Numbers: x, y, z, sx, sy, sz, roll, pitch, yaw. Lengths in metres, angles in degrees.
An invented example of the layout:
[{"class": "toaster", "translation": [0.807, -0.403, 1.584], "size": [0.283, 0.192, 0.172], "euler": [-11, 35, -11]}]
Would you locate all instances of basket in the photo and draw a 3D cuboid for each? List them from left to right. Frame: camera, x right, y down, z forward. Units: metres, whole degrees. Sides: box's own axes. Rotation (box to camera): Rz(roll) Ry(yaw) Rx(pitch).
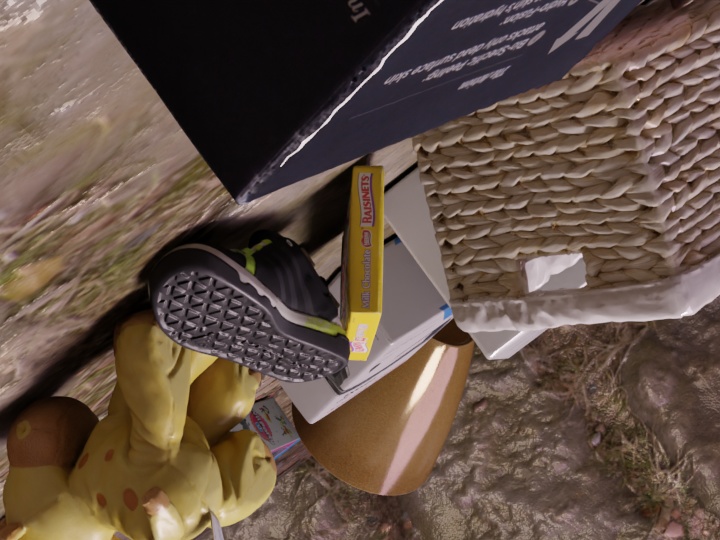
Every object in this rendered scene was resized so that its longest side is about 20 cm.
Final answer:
[{"class": "basket", "translation": [0.162, -0.070, 1.010], "size": [0.200, 0.162, 0.198], "euler": [-30, -165, -38]}]

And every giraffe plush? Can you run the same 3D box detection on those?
[{"class": "giraffe plush", "translation": [-0.162, 0.131, 1.041], "size": [0.161, 0.201, 0.173], "euler": [-15, 147, 21]}]

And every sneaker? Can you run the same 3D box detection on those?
[{"class": "sneaker", "translation": [-0.073, 0.011, 1.022], "size": [0.071, 0.083, 0.200], "euler": [-18, 154, 19]}]

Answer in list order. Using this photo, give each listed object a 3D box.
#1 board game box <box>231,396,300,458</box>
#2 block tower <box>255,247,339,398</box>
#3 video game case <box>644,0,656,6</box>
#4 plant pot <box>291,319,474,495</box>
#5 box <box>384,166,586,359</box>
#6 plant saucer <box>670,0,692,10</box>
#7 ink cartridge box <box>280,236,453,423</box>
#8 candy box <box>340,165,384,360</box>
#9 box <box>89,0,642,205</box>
[{"class": "board game box", "translation": [-0.168, 0.220, 1.794], "size": [0.147, 0.064, 0.200], "euler": [-39, 173, 16]}, {"class": "block tower", "translation": [-0.068, 0.048, 1.269], "size": [0.054, 0.058, 0.200], "euler": [-34, 170, -20]}, {"class": "video game case", "translation": [0.235, -0.188, 1.339], "size": [0.182, 0.023, 0.200], "euler": [-38, 172, 9]}, {"class": "plant pot", "translation": [0.046, 0.123, 1.828], "size": [0.186, 0.186, 0.200], "euler": [-26, 155, -52]}, {"class": "box", "translation": [0.108, -0.019, 1.291], "size": [0.106, 0.153, 0.200], "euler": [-37, 173, 6]}, {"class": "plant saucer", "translation": [0.243, -0.236, 0.928], "size": [0.200, 0.032, 0.200], "euler": [-47, -176, 4]}, {"class": "ink cartridge box", "translation": [0.015, 0.046, 1.505], "size": [0.144, 0.084, 0.200], "euler": [-31, 170, -34]}, {"class": "candy box", "translation": [0.000, 0.000, 1.154], "size": [0.026, 0.103, 0.200], "euler": [-1, 168, -3]}, {"class": "box", "translation": [0.044, -0.140, 0.456], "size": [0.200, 0.118, 0.196], "euler": [-44, 170, 36]}]
